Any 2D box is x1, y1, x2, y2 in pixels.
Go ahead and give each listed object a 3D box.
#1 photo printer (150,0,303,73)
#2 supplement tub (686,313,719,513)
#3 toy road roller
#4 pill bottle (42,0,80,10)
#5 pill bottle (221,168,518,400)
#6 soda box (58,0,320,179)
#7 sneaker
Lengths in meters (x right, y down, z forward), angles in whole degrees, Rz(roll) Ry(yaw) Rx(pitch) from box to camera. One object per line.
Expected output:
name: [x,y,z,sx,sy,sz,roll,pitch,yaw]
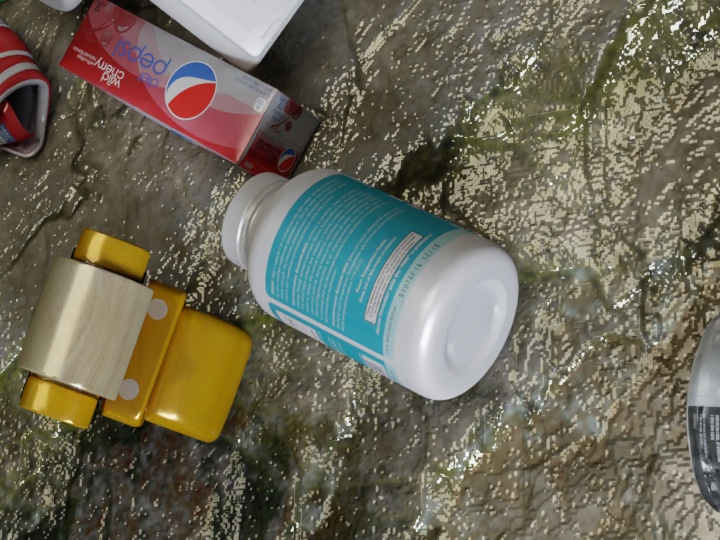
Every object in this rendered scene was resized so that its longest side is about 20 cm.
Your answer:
photo printer: [-0.112,-0.268,1.366,0.199,0.069,0.167,36,83,-9]
supplement tub: [0.295,0.084,1.063,0.198,0.122,0.124,0,74,29]
toy road roller: [-0.151,0.055,1.292,0.145,0.200,0.124,20,84,-4]
pill bottle: [-0.202,-0.312,1.449,0.119,0.120,0.200,34,76,33]
pill bottle: [0.000,0.000,1.263,0.199,0.111,0.112,26,88,32]
soda box: [-0.130,-0.134,1.402,0.199,0.070,0.064,29,90,33]
sneaker: [-0.330,-0.103,1.505,0.200,0.071,0.112,-49,55,4]
